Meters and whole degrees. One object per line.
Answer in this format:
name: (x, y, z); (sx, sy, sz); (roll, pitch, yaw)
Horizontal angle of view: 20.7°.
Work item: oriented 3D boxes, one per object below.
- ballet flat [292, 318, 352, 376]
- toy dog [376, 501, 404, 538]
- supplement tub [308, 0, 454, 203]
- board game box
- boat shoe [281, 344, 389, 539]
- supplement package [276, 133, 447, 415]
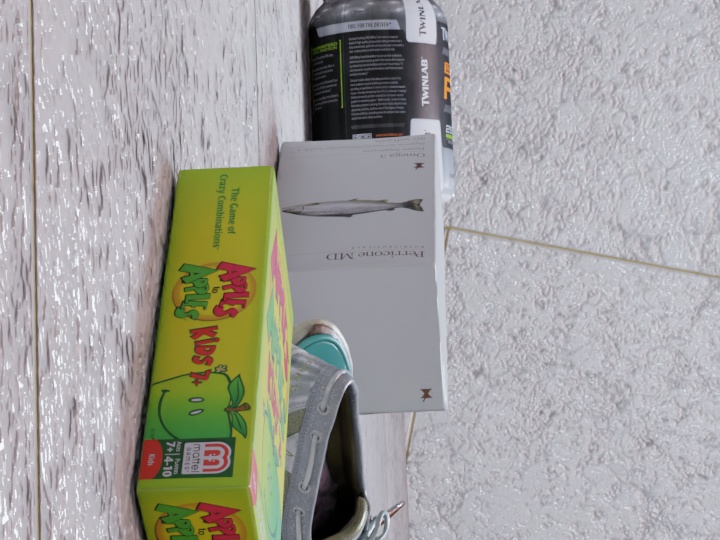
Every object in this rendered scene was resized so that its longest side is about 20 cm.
ballet flat: (-0.041, 0.102, 1.220); (0.062, 0.067, 0.200); (49, -32, 46)
toy dog: (0.016, 0.242, 1.494); (0.200, 0.096, 0.132); (56, 32, -83)
supplement tub: (0.017, -0.156, 1.695); (0.123, 0.122, 0.201); (36, 52, -85)
board game box: (-0.061, 0.056, 0.887); (0.200, 0.047, 0.102); (-88, 174, -47)
boat shoe: (-0.021, 0.130, 1.150); (0.074, 0.065, 0.202); (-45, 139, -40)
supplement package: (0.000, 0.000, 1.364); (0.200, 0.117, 0.118); (-88, 174, -61)
